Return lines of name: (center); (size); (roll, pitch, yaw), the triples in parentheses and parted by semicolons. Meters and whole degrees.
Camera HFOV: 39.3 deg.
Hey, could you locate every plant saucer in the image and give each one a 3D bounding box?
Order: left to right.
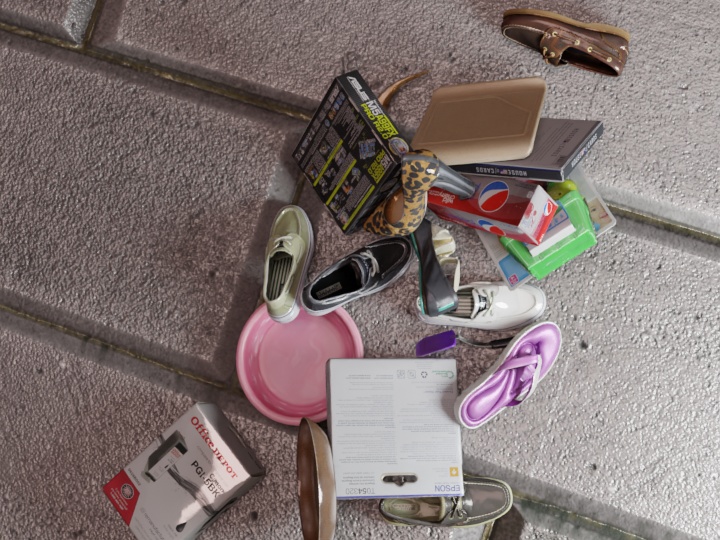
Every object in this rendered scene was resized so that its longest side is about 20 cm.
plant saucer: (-0.090, 0.134, 1.541); (0.197, 0.051, 0.204); (-2, 81, 10)
plant saucer: (-0.063, 0.311, 1.448); (0.032, 0.200, 0.204); (-3, 81, -13)

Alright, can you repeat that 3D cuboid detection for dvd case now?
dvd case: (0.231, -0.180, 1.456); (0.198, 0.150, 0.025); (10, 129, 34)

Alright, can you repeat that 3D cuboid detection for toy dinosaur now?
toy dinosaur: (0.018, -0.239, 1.578); (0.105, 0.060, 0.203); (21, 92, -12)

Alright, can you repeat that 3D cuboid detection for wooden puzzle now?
wooden puzzle: (0.176, -0.215, 1.485); (0.182, 0.038, 0.201); (-3, 38, 21)

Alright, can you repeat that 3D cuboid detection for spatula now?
spatula: (0.180, 0.106, 1.505); (0.197, 0.057, 0.021); (-2, 113, 2)

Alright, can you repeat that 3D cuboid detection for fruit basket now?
fruit basket: (0.251, -0.100, 1.490); (0.184, 0.094, 0.202); (-32, 69, 13)

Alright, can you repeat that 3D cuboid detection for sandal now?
sandal: (0.224, 0.160, 1.462); (0.203, 0.050, 0.083); (-44, 117, -4)

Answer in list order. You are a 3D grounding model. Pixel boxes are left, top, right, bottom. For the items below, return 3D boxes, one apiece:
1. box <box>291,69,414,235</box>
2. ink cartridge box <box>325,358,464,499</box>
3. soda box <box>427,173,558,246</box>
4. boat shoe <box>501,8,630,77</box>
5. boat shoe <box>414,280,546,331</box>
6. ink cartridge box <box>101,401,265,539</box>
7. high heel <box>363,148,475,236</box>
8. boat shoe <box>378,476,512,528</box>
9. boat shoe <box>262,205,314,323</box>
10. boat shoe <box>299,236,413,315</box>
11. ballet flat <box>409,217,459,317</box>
box: (-0.015, -0.172, 1.503); (0.044, 0.200, 0.161); (-26, 74, -35)
ink cartridge box: (0.048, 0.229, 1.464); (0.193, 0.043, 0.203); (2, 74, -12)
soda box: (0.182, -0.098, 1.456); (0.199, 0.063, 0.071); (20, 79, 46)
boat shoe: (0.306, -0.343, 1.523); (0.197, 0.070, 0.071); (14, 81, 11)
boat shoe: (0.177, 0.055, 1.496); (0.197, 0.067, 0.075); (-7, 82, 9)
ink cartridge box: (-0.267, 0.318, 1.531); (0.200, 0.083, 0.147); (-42, 77, 3)
high heel: (0.047, -0.112, 1.437); (0.198, 0.142, 0.072); (-23, 59, 36)
boat shoe: (0.122, 0.342, 1.467); (0.198, 0.066, 0.073); (-6, 80, 9)
boat shoe: (-0.111, -0.020, 1.529); (0.071, 0.062, 0.203); (-4, 59, 9)
boat shoe: (0.000, 0.000, 1.505); (0.198, 0.068, 0.072); (-26, 81, -19)
ballet flat: (0.111, -0.016, 1.487); (0.072, 0.074, 0.202); (-14, 46, 8)
